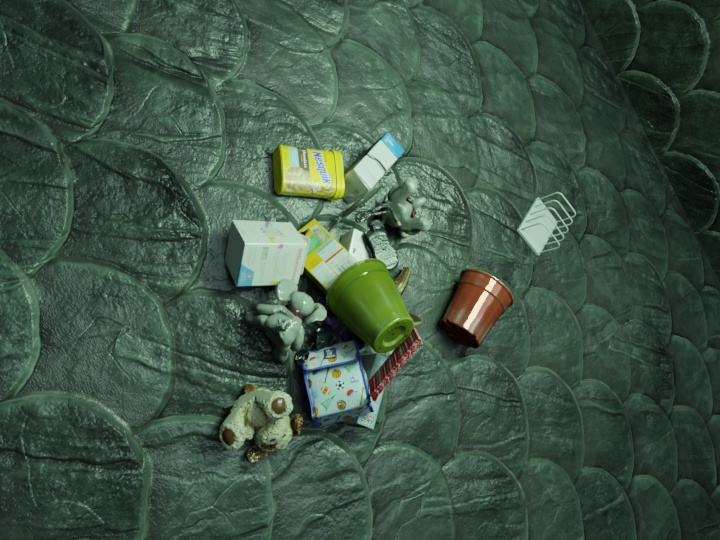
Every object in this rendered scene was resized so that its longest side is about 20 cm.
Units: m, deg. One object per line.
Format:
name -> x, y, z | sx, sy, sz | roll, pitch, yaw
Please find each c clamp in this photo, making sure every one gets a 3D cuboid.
c clamp -> -0.015, -0.197, 1.632 | 0.027, 0.170, 0.200 | 50, 45, -1

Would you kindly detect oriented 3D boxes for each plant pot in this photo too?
plant pot -> 0.039, 0.109, 1.430 | 0.198, 0.202, 0.194 | -13, 48, -33
plant pot -> 0.369, 0.134, 1.763 | 0.200, 0.200, 0.196 | 42, 70, -16

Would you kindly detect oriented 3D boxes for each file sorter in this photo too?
file sorter -> 0.731, -0.186, 2.086 | 0.139, 0.124, 0.201 | 47, 59, -15

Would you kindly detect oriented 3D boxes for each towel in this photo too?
towel -> 0.089, 0.244, 1.408 | 0.022, 0.145, 0.201 | 39, 94, -4

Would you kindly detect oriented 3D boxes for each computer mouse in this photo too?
computer mouse -> -0.120, 0.202, 1.446 | 0.200, 0.034, 0.060 | -42, 141, -57
computer mouse -> 0.071, -0.098, 1.607 | 0.139, 0.046, 0.202 | -26, 83, -24

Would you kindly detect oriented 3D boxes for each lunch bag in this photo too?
lunch bag -> -0.067, 0.295, 1.454 | 0.167, 0.124, 0.203 | -12, 59, -3

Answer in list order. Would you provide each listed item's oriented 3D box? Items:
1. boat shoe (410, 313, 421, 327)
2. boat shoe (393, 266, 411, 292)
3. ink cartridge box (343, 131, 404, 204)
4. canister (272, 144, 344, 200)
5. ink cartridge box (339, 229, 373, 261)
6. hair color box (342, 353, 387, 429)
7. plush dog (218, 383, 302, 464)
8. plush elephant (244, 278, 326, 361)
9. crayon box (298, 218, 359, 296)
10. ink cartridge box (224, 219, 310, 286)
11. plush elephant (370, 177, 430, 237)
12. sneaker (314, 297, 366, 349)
boat shoe -> 0.104, 0.178, 1.659 | 0.198, 0.072, 0.066 | -8, 119, -37
boat shoe -> 0.104, 0.056, 1.675 | 0.067, 0.072, 0.201 | 26, 52, 6
ink cartridge box -> 0.024, -0.317, 1.667 | 0.084, 0.144, 0.201 | 46, 60, -12
canister -> -0.155, -0.289, 1.587 | 0.197, 0.086, 0.151 | 0, 79, -30
ink cartridge box -> 0.000, 0.000, 1.618 | 0.145, 0.082, 0.203 | 22, 68, -27
hair color box -> 0.016, 0.345, 1.541 | 0.060, 0.099, 0.203 | 28, 66, -24
plush dog -> -0.244, 0.390, 1.370 | 0.198, 0.161, 0.173 | -31, 112, -5
plush elephant -> -0.187, 0.119, 1.420 | 0.165, 0.200, 0.155 | 48, 57, -5
crayon box -> -0.111, -0.038, 1.529 | 0.125, 0.052, 0.200 | -39, 70, -19
ink cartridge box -> -0.242, -0.046, 1.428 | 0.197, 0.125, 0.130 | 0, 122, -33
plush elephant -> 0.142, -0.193, 1.707 | 0.155, 0.198, 0.167 | -35, 100, -55
sneaker -> -0.053, 0.151, 1.552 | 0.200, 0.083, 0.081 | 45, 60, -14
